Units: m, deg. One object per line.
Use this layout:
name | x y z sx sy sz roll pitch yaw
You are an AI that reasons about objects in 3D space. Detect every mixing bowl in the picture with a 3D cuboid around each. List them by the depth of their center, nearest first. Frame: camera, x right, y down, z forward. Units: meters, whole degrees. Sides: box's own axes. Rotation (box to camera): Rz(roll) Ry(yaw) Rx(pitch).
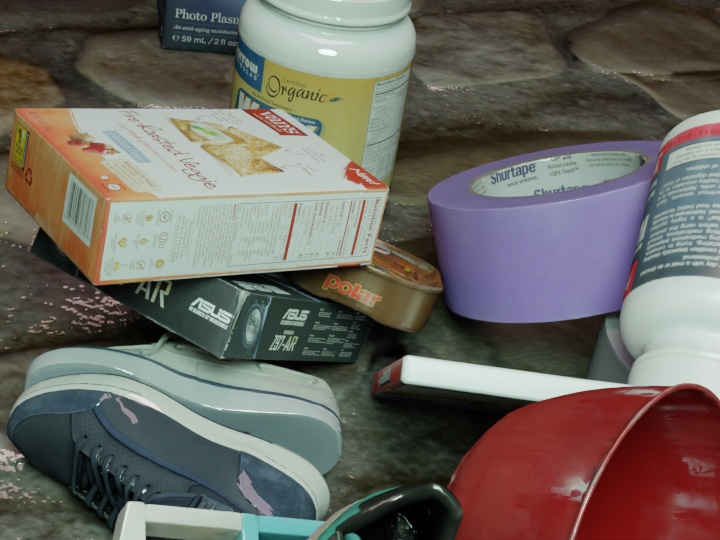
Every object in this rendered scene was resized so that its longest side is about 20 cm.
mixing bowl | 0.110 0.146 0.769 0.108 0.203 0.199 14 28 38

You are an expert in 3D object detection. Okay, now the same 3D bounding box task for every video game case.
video game case | 0.084 0.076 0.903 0.141 0.018 0.200 8 -8 -4

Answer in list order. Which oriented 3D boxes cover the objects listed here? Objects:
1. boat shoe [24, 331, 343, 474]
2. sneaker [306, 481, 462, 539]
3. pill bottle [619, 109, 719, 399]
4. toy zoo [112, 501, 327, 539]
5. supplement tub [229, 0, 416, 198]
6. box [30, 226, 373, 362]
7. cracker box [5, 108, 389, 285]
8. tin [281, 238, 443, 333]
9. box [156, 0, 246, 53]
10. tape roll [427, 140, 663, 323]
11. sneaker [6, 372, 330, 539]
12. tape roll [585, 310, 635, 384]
boat shoe | -0.108 0.072 0.916 0.199 0.075 0.086 9 31 -8
sneaker | -0.022 0.167 0.673 0.071 0.080 0.200 44 50 -1
pill bottle | 0.227 0.012 0.908 0.118 0.120 0.202 15 61 8
toy zoo | -0.053 0.185 0.712 0.198 0.020 0.133 9 57 -23
supplement tub | -0.033 -0.146 1.164 0.143 0.202 0.145 7 31 -4
box | -0.098 0.008 0.966 0.159 0.044 0.199 26 7 24
cracker box | -0.100 -0.051 0.890 0.198 0.058 0.134 -4 29 -37
tin | 0.000 0.000 1.022 0.111 0.042 0.200 27 7 -1
box | -0.097 -0.326 1.436 0.197 0.200 0.124 2 32 -11
tape roll | 0.152 -0.033 1.074 0.197 0.086 0.200 -11 13 2
sneaker | -0.133 0.136 0.804 0.200 0.078 0.146 16 32 13
tape roll | 0.261 0.081 1.016 0.197 0.067 0.201 7 32 -5
